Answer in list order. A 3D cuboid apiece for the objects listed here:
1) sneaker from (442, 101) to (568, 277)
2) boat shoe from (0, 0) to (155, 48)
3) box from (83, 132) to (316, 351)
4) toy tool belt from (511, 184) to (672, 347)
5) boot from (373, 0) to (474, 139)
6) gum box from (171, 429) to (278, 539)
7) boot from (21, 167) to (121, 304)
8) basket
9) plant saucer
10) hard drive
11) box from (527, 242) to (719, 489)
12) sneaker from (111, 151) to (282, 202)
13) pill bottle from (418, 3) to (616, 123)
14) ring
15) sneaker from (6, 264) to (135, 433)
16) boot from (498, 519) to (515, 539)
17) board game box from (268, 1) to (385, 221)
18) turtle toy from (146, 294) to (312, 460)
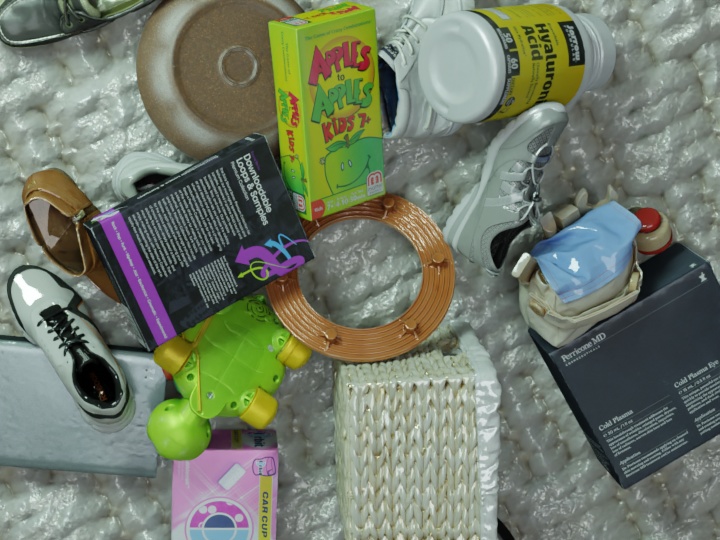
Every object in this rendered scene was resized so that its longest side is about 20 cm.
[{"bbox_3d":[0.164,-0.082,1.583,0.075,0.082,0.200,-11,139,-44],"label":"sneaker"},{"bbox_3d":[-0.276,-0.276,1.558,0.200,0.066,0.072,-20,105,-2],"label":"boat shoe"},{"bbox_3d":[-0.157,-0.030,1.547,0.200,0.036,0.143,-29,114,-17],"label":"box"},{"bbox_3d":[0.243,-0.023,1.623,0.200,0.125,0.123,-39,137,-15],"label":"toy tool belt"},{"bbox_3d":[0.059,-0.231,1.594,0.095,0.073,0.201,-12,107,-34],"label":"boot"},{"bbox_3d":[-0.150,0.278,1.700,0.113,0.066,0.201,1,103,-6],"label":"gum box"},{"bbox_3d":[-0.270,-0.015,1.572,0.074,0.155,0.200,-44,104,5],"label":"boot"},{"bbox_3d":[0.055,0.172,1.636,0.160,0.198,0.201,-1,104,-5],"label":"basket"},{"bbox_3d":[-0.126,-0.205,1.581,0.200,0.037,0.201,0,90,-17],"label":"plant saucer"},{"bbox_3d":[-0.312,0.145,1.667,0.199,0.033,0.140,6,102,-8],"label":"hard drive"},{"bbox_3d":[0.318,0.102,1.701,0.200,0.104,0.182,-30,106,0],"label":"box"},{"bbox_3d":[-0.157,-0.074,1.602,0.199,0.099,0.078,3,102,-8],"label":"sneaker"},{"bbox_3d":[0.164,-0.212,1.571,0.200,0.111,0.112,-14,107,-41],"label":"pill bottle"},{"bbox_3d":[0.000,0.000,1.619,0.200,0.019,0.201,1,63,-1],"label":"ring"},{"bbox_3d":[-0.295,0.072,1.603,0.074,0.080,0.200,-36,82,-15],"label":"sneaker"},{"bbox_3d":[0.102,0.385,1.773,0.200,0.069,0.189,-24,112,6],"label":"boot"},{"bbox_3d":[-0.032,-0.162,1.578,0.101,0.048,0.200,-21,119,-34],"label":"board game box"},{"bbox_3d":[-0.153,0.109,1.632,0.146,0.101,0.200,35,68,-11],"label":"turtle toy"}]
